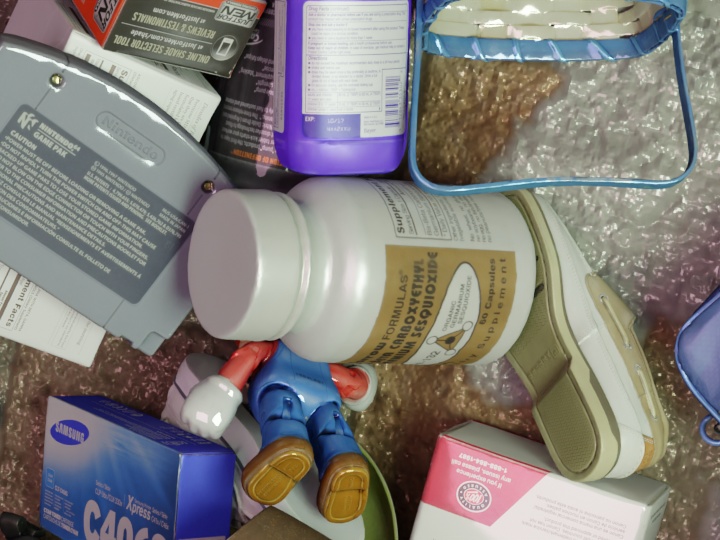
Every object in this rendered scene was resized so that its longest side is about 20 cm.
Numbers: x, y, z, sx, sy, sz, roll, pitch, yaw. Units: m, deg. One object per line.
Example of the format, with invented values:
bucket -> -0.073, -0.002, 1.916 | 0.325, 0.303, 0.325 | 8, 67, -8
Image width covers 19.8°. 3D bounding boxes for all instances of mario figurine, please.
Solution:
mario figurine -> -0.048, 0.085, 1.338 | 0.105, 0.201, 0.124 | -26, 128, 11

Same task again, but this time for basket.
basket -> 0.111, -0.146, 1.262 | 0.174, 0.139, 0.202 | -3, 84, -5

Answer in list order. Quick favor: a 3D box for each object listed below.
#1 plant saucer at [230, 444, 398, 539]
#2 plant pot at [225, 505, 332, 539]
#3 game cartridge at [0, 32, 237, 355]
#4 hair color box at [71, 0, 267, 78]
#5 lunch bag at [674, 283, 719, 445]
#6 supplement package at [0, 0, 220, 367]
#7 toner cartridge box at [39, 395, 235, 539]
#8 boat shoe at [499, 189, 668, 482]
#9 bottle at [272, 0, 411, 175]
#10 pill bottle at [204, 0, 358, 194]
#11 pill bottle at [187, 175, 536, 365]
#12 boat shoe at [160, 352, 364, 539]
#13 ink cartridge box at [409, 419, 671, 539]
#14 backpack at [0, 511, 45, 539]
plant saucer -> -0.054, 0.199, 1.379 | 0.198, 0.031, 0.202 | -13, 64, 28
plant pot -> -0.024, 0.246, 1.227 | 0.187, 0.187, 0.200 | -44, 83, 16
game cartridge -> -0.169, -0.051, 1.272 | 0.199, 0.042, 0.134 | 36, 94, -24
hair color box -> -0.149, -0.211, 1.333 | 0.062, 0.101, 0.200 | -59, 44, 25
lunch bag -> 0.281, 0.036, 1.233 | 0.200, 0.132, 0.136 | -46, 79, 15
supplement package -> -0.198, -0.069, 1.364 | 0.110, 0.156, 0.201 | 22, 103, -25
toner cartridge box -> -0.152, 0.147, 1.377 | 0.199, 0.043, 0.096 | 13, 98, 56
boat shoe -> 0.135, 0.040, 1.316 | 0.075, 0.068, 0.202 | -43, 56, 48
bottle -> -0.011, -0.160, 1.257 | 0.083, 0.065, 0.202 | -4, 102, -23
pill bottle -> -0.044, -0.109, 1.349 | 0.105, 0.106, 0.202 | 15, 98, 17
pill bottle -> 0.000, 0.000, 1.279 | 0.114, 0.198, 0.116 | -6, 82, 56
boat shoe -> -0.071, 0.136, 1.355 | 0.200, 0.072, 0.066 | 44, 114, 35
ink cartridge box -> 0.100, 0.217, 1.331 | 0.144, 0.084, 0.202 | 17, 99, 17
backpack -> -0.228, 0.306, 1.420 | 0.199, 0.154, 0.191 | 38, 120, 9
